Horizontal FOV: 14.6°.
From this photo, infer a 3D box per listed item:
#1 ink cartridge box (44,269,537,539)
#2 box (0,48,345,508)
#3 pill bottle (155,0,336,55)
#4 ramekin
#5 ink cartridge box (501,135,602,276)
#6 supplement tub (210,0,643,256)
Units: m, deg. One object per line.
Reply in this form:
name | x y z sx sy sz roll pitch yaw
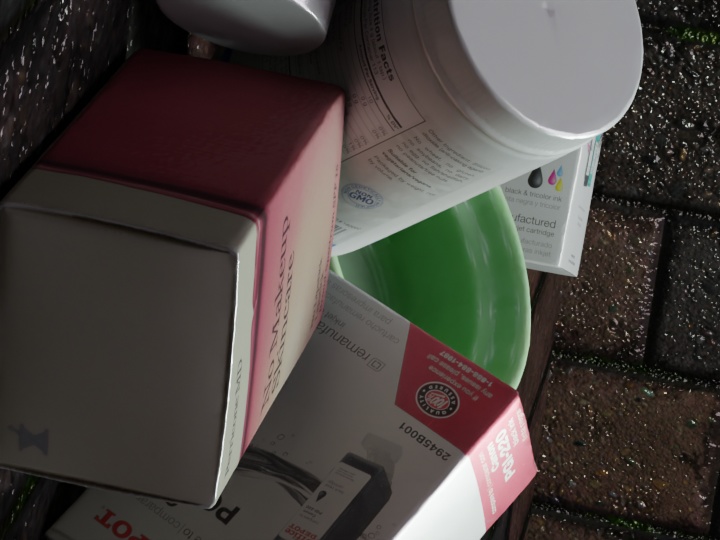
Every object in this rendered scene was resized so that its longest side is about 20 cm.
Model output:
ink cartridge box | -0.032 0.113 1.372 0.200 0.145 0.085 -48 152 -19
box | -0.084 -0.002 1.260 0.200 0.108 0.129 -62 161 -63
pill bottle | -0.033 -0.208 1.320 0.111 0.111 0.201 74 28 -70
ramekin | 0.000 0.000 1.566 0.200 0.097 0.201 32 49 -45
ink cartridge box | 0.112 -0.109 2.213 0.146 0.146 0.201 17 83 -80
supplement tub | 0.026 -0.093 1.372 0.200 0.132 0.132 -24 -140 47
